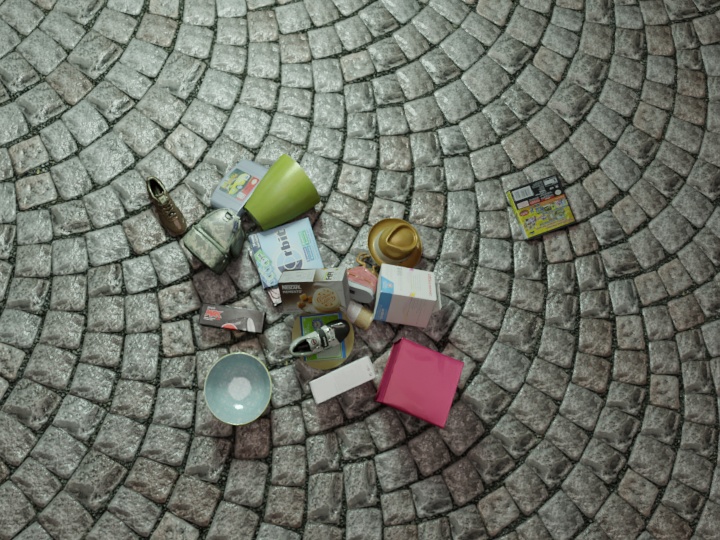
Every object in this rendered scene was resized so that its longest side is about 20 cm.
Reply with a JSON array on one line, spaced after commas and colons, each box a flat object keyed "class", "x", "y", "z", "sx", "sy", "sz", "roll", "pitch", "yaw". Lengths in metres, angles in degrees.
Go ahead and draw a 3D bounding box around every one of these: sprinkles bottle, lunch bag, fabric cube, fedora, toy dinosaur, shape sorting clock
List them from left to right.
[{"class": "lunch bag", "x": -0.427, "y": -0.093, "z": 1.657, "sx": 0.139, "sy": 0.200, "sz": 0.169, "roll": 38, "pitch": 79, "yaw": 0}, {"class": "shape sorting clock", "x": -0.116, "y": 0.204, "z": 1.701, "sx": 0.195, "sy": 0.039, "sz": 0.206, "roll": 0, "pitch": 94, "yaw": 2}, {"class": "sprinkles bottle", "x": -0.051, "y": 0.115, "z": 1.727, "sx": 0.197, "sy": 0.068, "sz": 0.069, "roll": 29, "pitch": 78, "yaw": 0}, {"class": "toy dinosaur", "x": 0.000, "y": 0.000, "z": 1.759, "sx": 0.195, "sy": 0.060, "sz": 0.109, "roll": 6, "pitch": 80, "yaw": -5}, {"class": "fedora", "x": 0.120, "y": -0.092, "z": 1.757, "sx": 0.196, "sy": 0.082, "sz": 0.206, "roll": 7, "pitch": 70, "yaw": -18}, {"class": "fabric cube", "x": 0.170, "y": 0.335, "z": 1.646, "sx": 0.195, "sy": 0.200, "sz": 0.200, "roll": 20, "pitch": 79, "yaw": 0}]

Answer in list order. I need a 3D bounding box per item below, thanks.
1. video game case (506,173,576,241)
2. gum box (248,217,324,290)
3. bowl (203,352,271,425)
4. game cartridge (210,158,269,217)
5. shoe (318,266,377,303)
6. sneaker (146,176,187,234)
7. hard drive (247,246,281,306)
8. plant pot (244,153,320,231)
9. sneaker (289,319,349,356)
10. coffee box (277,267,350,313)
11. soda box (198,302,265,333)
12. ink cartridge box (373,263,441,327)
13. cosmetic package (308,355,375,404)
[{"class": "video game case", "x": 0.620, "y": -0.217, "z": 1.885, "sx": 0.196, "sy": 0.026, "sz": 0.185, "roll": -18, "pitch": 82, "yaw": -10}, {"class": "gum box", "x": -0.230, "y": -0.052, "z": 1.713, "sx": 0.196, "sy": 0.045, "sz": 0.174, "roll": -17, "pitch": 82, "yaw": -8}, {"class": "bowl", "x": -0.358, "y": 0.349, "z": 1.629, "sx": 0.195, "sy": 0.108, "sz": 0.206, "roll": 1, "pitch": 79, "yaw": -6}, {"class": "game cartridge", "x": -0.383, "y": -0.264, "z": 1.750, "sx": 0.131, "sy": 0.041, "sz": 0.202, "roll": 24, "pitch": 68, "yaw": 25}, {"class": "shoe", "x": -0.043, "y": 0.026, "z": 1.704, "sx": 0.196, "sy": 0.072, "sz": 0.092, "roll": 21, "pitch": 42, "yaw": 1}, {"class": "sneaker", "x": -0.616, "y": -0.203, "z": 1.719, "sx": 0.070, "sy": 0.076, "sz": 0.202, "roll": -33, "pitch": 84, "yaw": -11}, {"class": "hard drive", "x": -0.255, "y": -0.007, "z": 1.743, "sx": 0.137, "sy": 0.038, "sz": 0.203, "roll": -26, "pitch": 83, "yaw": -11}, {"class": "plant pot", "x": -0.256, "y": -0.222, "z": 1.706, "sx": 0.199, "sy": 0.187, "sz": 0.188, "roll": -42, "pitch": 86, "yaw": -12}, {"class": "sneaker", "x": -0.121, "y": 0.211, "z": 1.639, "sx": 0.197, "sy": 0.089, "sz": 0.075, "roll": -27, "pitch": 91, "yaw": 2}, {"class": "coffee box", "x": -0.136, "y": 0.060, "z": 1.634, "sx": 0.195, "sy": 0.080, "sz": 0.117, "roll": -1, "pitch": 120, "yaw": 9}, {"class": "soda box", "x": -0.391, "y": 0.148, "z": 1.686, "sx": 0.195, "sy": 0.063, "sz": 0.073, "roll": 8, "pitch": 78, "yaw": -4}, {"class": "ink cartridge box", "x": 0.147, "y": 0.081, "z": 1.702, "sx": 0.195, "sy": 0.127, "sz": 0.130, "roll": 10, "pitch": 41, "yaw": -4}, {"class": "cosmetic package", "x": -0.057, "y": 0.332, "z": 1.671, "sx": 0.196, "sy": 0.102, "sz": 0.076, "roll": -21, "pitch": 81, "yaw": -11}]
